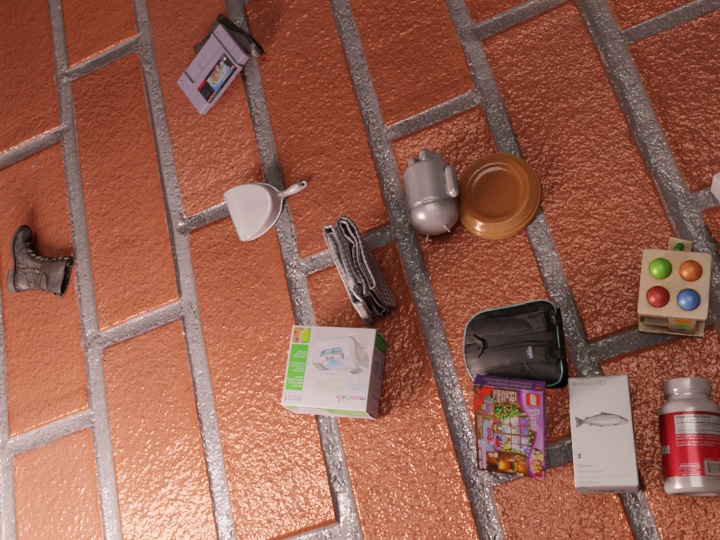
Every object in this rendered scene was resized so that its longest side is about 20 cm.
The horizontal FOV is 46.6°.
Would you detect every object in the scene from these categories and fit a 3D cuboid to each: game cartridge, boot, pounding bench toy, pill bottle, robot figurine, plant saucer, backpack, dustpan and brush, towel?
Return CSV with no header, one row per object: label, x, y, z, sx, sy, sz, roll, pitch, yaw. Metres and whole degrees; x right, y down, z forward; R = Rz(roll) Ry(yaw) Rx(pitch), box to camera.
game cartridge,-0.386,-0.522,2.177,0.200,0.038,0.130,-47,64,19
boot,-0.829,-0.024,2.189,0.170,0.069,0.205,-2,75,13
pounding bench toy,0.604,0.007,1.603,0.122,0.156,0.204,4,73,21
pill bottle,0.604,0.304,1.524,0.110,0.112,0.205,-4,70,18
robot figurine,0.156,-0.165,1.848,0.169,0.111,0.204,-35,55,49
boot,-0.347,-0.579,2.210,0.200,0.070,0.132,42,95,34
plant saucer,0.300,-0.169,1.841,0.196,0.037,0.205,-6,70,18
backpack,0.307,0.158,1.658,0.196,0.153,0.180,-8,75,15
dustpan and brush,-0.220,-0.171,2.027,0.197,0.057,0.142,-28,75,16
towel,0.000,0.000,1.820,0.084,0.166,0.203,-25,65,3

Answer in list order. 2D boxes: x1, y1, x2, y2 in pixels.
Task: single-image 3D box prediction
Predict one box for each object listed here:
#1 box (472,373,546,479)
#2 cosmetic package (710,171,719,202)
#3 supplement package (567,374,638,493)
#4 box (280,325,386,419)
box,0.289,0.301,1.610,0.134,0.039,0.204,3,116,21
cosmetic package,0.789,-0.125,1.626,0.111,0.081,0.202,-30,63,7
supplement package,0.457,0.310,1.572,0.114,0.117,0.204,-6,69,18
box,-0.055,0.220,1.802,0.196,0.097,0.180,2,70,19
